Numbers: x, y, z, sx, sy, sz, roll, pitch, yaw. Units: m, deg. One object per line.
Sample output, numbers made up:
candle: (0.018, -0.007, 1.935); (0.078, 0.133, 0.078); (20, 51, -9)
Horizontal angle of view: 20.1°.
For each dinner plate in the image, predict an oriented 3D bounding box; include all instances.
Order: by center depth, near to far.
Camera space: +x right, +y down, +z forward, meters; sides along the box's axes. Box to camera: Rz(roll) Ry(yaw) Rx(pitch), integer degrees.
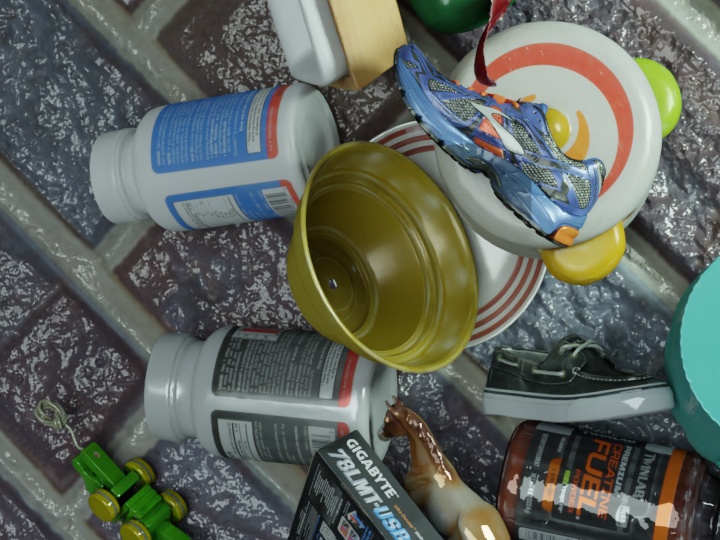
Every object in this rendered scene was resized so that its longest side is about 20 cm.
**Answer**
dinner plate: (0.066, -0.030, 1.745); (0.200, 0.024, 0.200); (1, 95, 15)

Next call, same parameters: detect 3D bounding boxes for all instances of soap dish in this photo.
soap dish: (-0.027, -0.231, 1.666); (0.081, 0.200, 0.157); (-18, 100, -8)

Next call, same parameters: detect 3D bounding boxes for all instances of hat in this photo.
hat: (0.079, -0.193, 1.619); (0.166, 0.200, 0.176); (-3, 75, 28)

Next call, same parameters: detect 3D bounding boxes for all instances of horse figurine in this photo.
horse figurine: (0.072, 0.213, 1.675); (0.200, 0.050, 0.133); (53, 139, 31)

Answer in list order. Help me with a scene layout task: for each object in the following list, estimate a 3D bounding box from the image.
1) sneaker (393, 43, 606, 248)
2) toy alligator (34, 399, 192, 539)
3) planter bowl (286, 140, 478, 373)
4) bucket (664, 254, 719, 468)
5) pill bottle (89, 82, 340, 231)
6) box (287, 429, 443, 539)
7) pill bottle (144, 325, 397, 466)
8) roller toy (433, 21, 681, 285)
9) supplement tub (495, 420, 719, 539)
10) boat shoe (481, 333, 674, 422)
sneaker: (0.105, -0.107, 1.551); (0.200, 0.075, 0.078); (42, 91, 3)
toy alligator: (-0.223, 0.197, 1.826); (0.200, 0.059, 0.054); (43, 143, 9)
planter bowl: (0.000, 0.000, 1.678); (0.083, 0.200, 0.200); (-24, 86, 42)
bucket: (0.337, 0.064, 1.595); (0.207, 0.135, 0.207); (-1, 82, 7)
pill bottle: (-0.127, -0.094, 1.744); (0.200, 0.112, 0.112); (-6, 92, 21)
box: (0.018, 0.263, 1.678); (0.199, 0.050, 0.200); (50, 148, 24)
pill bottle: (-0.077, 0.107, 1.745); (0.200, 0.116, 0.116); (5, 95, 15)
roller toy: (0.150, -0.102, 1.640); (0.182, 0.140, 0.200); (22, 87, 7)
supplement tub: (0.218, 0.191, 1.674); (0.200, 0.107, 0.107); (10, 96, 14)
boat shoe: (0.171, 0.087, 1.662); (0.200, 0.072, 0.071); (-3, 88, 48)
